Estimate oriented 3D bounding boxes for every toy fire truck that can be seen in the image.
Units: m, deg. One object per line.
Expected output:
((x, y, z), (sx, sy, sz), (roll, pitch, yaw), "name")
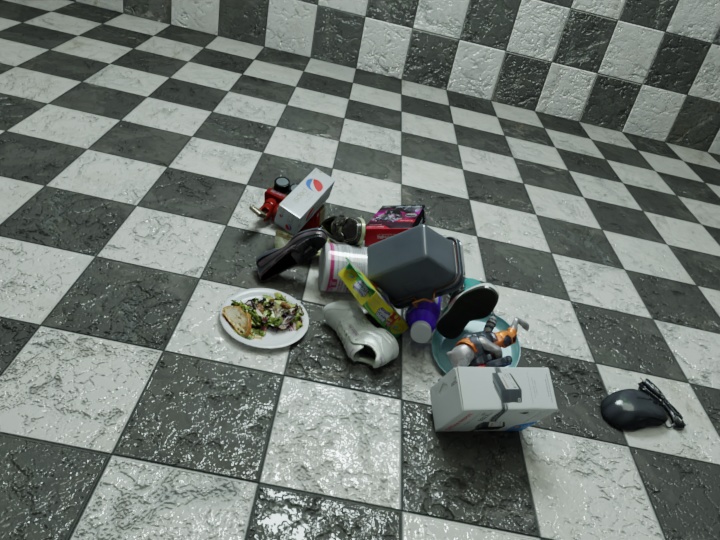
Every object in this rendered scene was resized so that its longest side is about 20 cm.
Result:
((-0.208, -0.156, 1.606), (0.172, 0.131, 0.201), (25, 46, 16), "toy fire truck")

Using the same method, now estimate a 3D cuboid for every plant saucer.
((0.255, 0.173, 1.319), (0.193, 0.028, 0.204), (-3, 47, 3), "plant saucer")

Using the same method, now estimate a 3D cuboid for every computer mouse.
((0.614, 0.292, 1.306), (0.194, 0.054, 0.140), (-3, 38, -25), "computer mouse")

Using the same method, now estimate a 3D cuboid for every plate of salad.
((-0.207, 0.092, 1.292), (0.193, 0.049, 0.202), (10, 33, -6), "plate of salad")

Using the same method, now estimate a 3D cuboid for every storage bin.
((0.109, -0.007, 1.287), (0.133, 0.196, 0.150), (29, 51, -45), "storage bin")

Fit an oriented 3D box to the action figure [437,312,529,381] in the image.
((0.230, 0.161, 1.203), (0.191, 0.198, 0.107), (-13, 77, -48), "action figure")

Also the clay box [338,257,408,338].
((0.024, 0.061, 1.314), (0.200, 0.047, 0.115), (45, 4, -47), "clay box")

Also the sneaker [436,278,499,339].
((0.246, 0.058, 1.288), (0.083, 0.200, 0.122), (37, 51, -4), "sneaker")

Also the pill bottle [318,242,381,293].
((0.000, 0.000, 1.445), (0.193, 0.116, 0.115), (5, 33, -13), "pill bottle")

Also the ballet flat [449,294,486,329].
((0.262, 0.093, 1.429), (0.071, 0.073, 0.205), (-8, 66, -31), "ballet flat")

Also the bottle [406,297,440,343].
((0.144, 0.096, 1.365), (0.065, 0.083, 0.201), (42, 24, -9), "bottle")

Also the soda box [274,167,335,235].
((-0.142, -0.182, 1.542), (0.067, 0.064, 0.201), (31, 45, 4), "soda box")

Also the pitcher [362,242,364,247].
((0.116, -0.053, 1.566), (0.169, 0.125, 0.198), (-18, 36, -41), "pitcher")

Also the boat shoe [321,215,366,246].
((-0.045, -0.100, 1.488), (0.063, 0.076, 0.199), (6, 0, -23), "boat shoe")

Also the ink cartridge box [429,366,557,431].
((0.248, 0.247, 1.132), (0.193, 0.146, 0.086), (3, 61, -16), "ink cartridge box")

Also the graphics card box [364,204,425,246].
((0.091, -0.116, 1.515), (0.121, 0.053, 0.200), (0, 22, 18), "graphics card box")

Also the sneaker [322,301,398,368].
((-0.013, 0.135, 1.276), (0.197, 0.077, 0.099), (31, 36, 24), "sneaker")

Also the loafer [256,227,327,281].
((-0.161, -0.030, 1.409), (0.195, 0.072, 0.064), (-25, 43, 17), "loafer")

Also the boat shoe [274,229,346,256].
((-0.123, -0.069, 1.527), (0.193, 0.066, 0.073), (2, 1, -11), "boat shoe")
